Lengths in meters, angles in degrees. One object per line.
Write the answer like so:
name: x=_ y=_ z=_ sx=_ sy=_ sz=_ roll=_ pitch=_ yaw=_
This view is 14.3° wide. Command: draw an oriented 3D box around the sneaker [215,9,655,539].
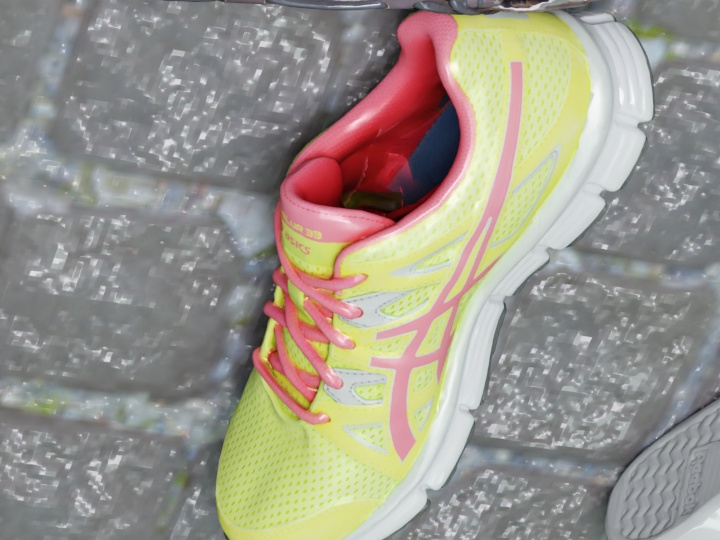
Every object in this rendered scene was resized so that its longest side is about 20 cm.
sneaker: x=0.000 y=0.000 z=0.852 sx=0.090 sy=0.078 sz=0.200 roll=13 pitch=113 yaw=-45

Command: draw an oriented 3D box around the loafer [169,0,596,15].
loafer: x=0.010 y=-0.104 z=0.797 sx=0.199 sy=0.072 sz=0.063 roll=2 pitch=147 yaw=-11

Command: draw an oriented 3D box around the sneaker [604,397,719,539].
sneaker: x=0.195 y=0.066 z=0.973 sx=0.200 sy=0.074 sz=0.118 roll=-34 pitch=123 yaw=23
